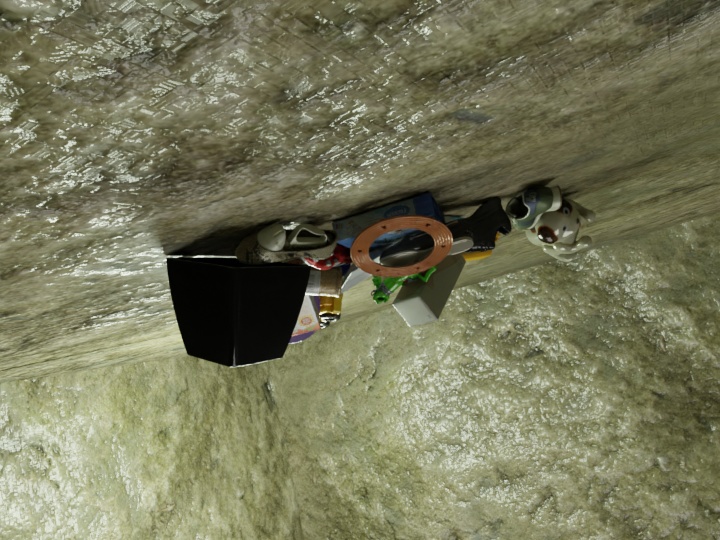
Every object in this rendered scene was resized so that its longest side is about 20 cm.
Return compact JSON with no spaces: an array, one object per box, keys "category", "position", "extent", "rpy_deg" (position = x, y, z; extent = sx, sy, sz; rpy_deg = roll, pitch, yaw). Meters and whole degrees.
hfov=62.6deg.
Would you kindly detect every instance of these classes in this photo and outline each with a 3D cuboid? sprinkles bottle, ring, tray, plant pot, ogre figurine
[{"category":"sprinkles bottle","position":[-0.138,0.018,1.289],"extent":[0.195,0.070,0.068],"rpy_deg":[5,169,-7]},{"category":"ring","position":[0.077,-0.047,1.125],"extent":[0.195,0.020,0.202],"rpy_deg":[-6,148,-3]},{"category":"tray","position":[0.000,0.000,1.313],"extent":[0.106,0.022,0.200],"rpy_deg":[-32,172,-19]},{"category":"plant pot","position":[-0.229,0.073,1.101],"extent":[0.196,0.182,0.198],"rpy_deg":[6,-177,36]},{"category":"ogre figurine","position":[0.106,-0.007,1.315],"extent":[0.198,0.099,0.120],"rpy_deg":[-13,159,-48]}]

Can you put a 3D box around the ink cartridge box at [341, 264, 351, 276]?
[{"category":"ink cartridge box","position":[-0.075,-0.001,1.421],"extent":[0.097,0.040,0.200],"rpy_deg":[-12,-178,-5]}]

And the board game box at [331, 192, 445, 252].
[{"category":"board game box","position":[0.065,-0.088,1.184],"extent":[0.195,0.044,0.200],"rpy_deg":[-15,171,14]}]

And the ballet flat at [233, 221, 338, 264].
[{"category":"ballet flat","position":[-0.125,-0.055,1.052],"extent":[0.196,0.069,0.076],"rpy_deg":[-3,147,-35]}]

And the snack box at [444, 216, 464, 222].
[{"category":"snack box","position":[0.139,-0.078,1.387],"extent":[0.115,0.038,0.198],"rpy_deg":[-2,166,-46]}]

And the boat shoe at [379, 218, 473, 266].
[{"category":"boat shoe","position":[0.131,-0.053,1.198],"extent":[0.196,0.058,0.067],"rpy_deg":[-14,148,13]}]

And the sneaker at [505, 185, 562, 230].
[{"category":"sneaker","position":[0.354,-0.136,1.291],"extent":[0.088,0.069,0.200],"rpy_deg":[-4,169,-10]}]

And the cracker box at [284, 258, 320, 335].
[{"category":"cracker box","position":[-0.182,0.074,1.433],"extent":[0.131,0.058,0.202],"rpy_deg":[-13,134,1]}]

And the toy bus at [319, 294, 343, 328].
[{"category":"toy bus","position":[-0.159,0.077,1.675],"extent":[0.188,0.139,0.199],"rpy_deg":[8,161,-24]}]

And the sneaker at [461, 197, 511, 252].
[{"category":"sneaker","position":[0.237,-0.071,1.251],"extent":[0.198,0.092,0.076],"rpy_deg":[-32,174,-7]}]

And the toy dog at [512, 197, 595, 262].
[{"category":"toy dog","position":[0.467,-0.118,1.420],"extent":[0.191,0.142,0.200],"rpy_deg":[23,-178,14]}]

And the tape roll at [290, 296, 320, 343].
[{"category":"tape roll","position":[-0.205,0.105,1.559],"extent":[0.195,0.067,0.203],"rpy_deg":[1,135,1]}]

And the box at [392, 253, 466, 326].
[{"category":"box","position":[0.163,0.028,1.384],"extent":[0.094,0.078,0.201],"rpy_deg":[-21,-152,45]}]

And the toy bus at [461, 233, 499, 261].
[{"category":"toy bus","position":[0.274,-0.066,1.535],"extent":[0.196,0.080,0.065],"rpy_deg":[-9,171,-30]}]

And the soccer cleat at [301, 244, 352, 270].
[{"category":"soccer cleat","position":[-0.078,-0.033,1.235],"extent":[0.084,0.070,0.199],"rpy_deg":[-13,177,30]}]
